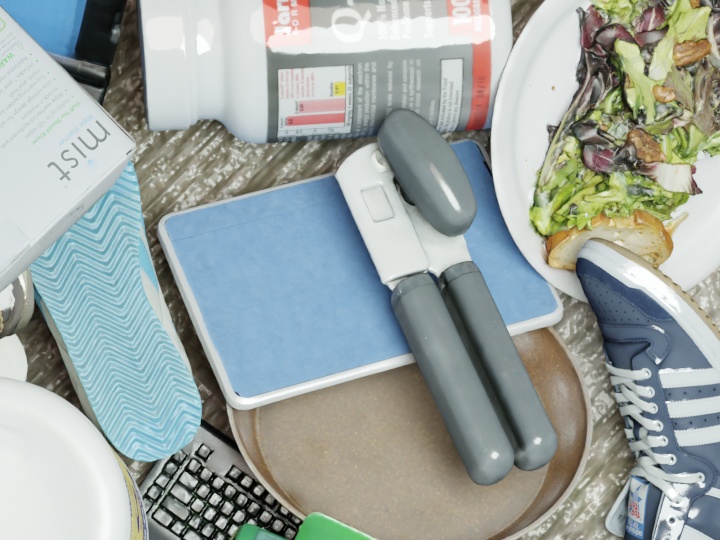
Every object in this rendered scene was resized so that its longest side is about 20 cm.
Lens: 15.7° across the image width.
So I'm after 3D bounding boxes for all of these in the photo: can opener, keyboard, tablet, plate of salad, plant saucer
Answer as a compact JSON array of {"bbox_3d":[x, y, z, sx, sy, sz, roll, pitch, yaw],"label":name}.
[{"bbox_3d":[0.047,0.010,1.371,0.053,0.067,0.201,-16,67,-22],"label":"can opener"},{"bbox_3d":[-0.019,0.145,1.435,0.200,0.021,0.127,35,78,1],"label":"keyboard"},{"bbox_3d":[0.000,0.000,1.435,0.199,0.014,0.131,-15,60,-18],"label":"tablet"},{"bbox_3d":[0.161,-0.076,1.443,0.199,0.048,0.201,-6,102,-28],"label":"plate of salad"},{"bbox_3d":[0.025,0.080,1.410,0.199,0.035,0.201,5,49,-6],"label":"plant saucer"}]

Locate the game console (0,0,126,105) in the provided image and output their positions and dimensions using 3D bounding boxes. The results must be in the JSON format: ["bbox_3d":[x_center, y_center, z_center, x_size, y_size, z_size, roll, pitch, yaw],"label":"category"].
[{"bbox_3d":[-0.239,-0.123,1.418,0.199,0.116,0.177,17,78,-1],"label":"game console"}]

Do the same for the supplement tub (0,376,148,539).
[{"bbox_3d":[-0.183,0.136,1.325,0.144,0.200,0.146,0,81,0],"label":"supplement tub"}]

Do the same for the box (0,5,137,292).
[{"bbox_3d":[-0.243,-0.048,1.279,0.176,0.097,0.200,45,62,-2],"label":"box"}]

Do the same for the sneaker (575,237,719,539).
[{"bbox_3d":[0.159,0.083,1.416,0.108,0.070,0.200,-44,110,-9],"label":"sneaker"}]

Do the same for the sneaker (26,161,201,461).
[{"bbox_3d":[-0.145,0.007,1.410,0.076,0.081,0.201,-16,89,-12],"label":"sneaker"}]

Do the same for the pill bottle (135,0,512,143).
[{"bbox_3d":[-0.022,-0.130,1.440,0.199,0.116,0.117,-4,79,-6],"label":"pill bottle"}]

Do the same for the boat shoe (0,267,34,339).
[{"bbox_3d":[-0.249,-0.040,1.370,0.073,0.075,0.200,-31,79,-33],"label":"boat shoe"}]

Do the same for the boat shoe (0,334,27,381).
[{"bbox_3d":[-0.264,0.006,1.417,0.200,0.069,0.072,44,40,-4],"label":"boat shoe"}]

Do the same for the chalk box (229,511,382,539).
[{"bbox_3d":[-0.035,0.216,1.330,0.124,0.124,0.201,25,104,0],"label":"chalk box"}]
